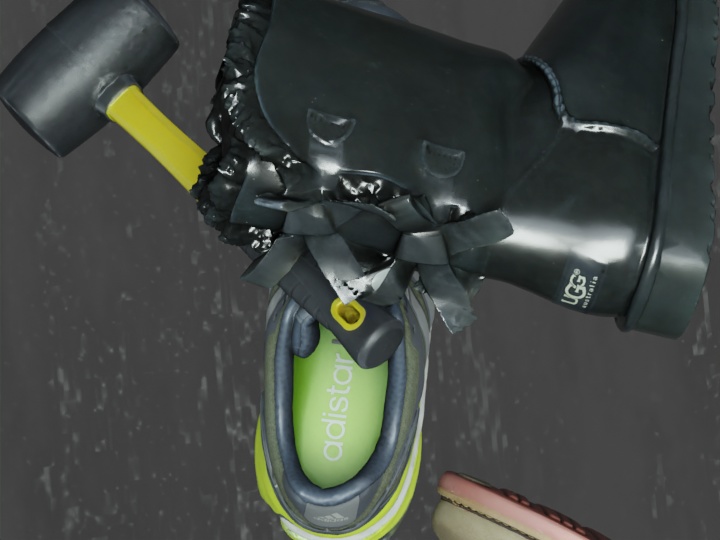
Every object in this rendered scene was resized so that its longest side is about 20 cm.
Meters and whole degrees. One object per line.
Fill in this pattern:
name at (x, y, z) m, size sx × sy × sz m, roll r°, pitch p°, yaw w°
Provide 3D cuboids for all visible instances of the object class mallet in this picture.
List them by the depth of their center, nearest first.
mallet at (-0.046, -0.038, 0.751) m, size 0.200 × 0.041 × 0.066 m, roll 34°, pitch 81°, yaw 34°

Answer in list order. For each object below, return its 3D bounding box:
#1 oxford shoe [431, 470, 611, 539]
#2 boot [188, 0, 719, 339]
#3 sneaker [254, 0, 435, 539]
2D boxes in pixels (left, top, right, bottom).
oxford shoe at (0.097, 0.147, 0.763) m, size 0.200 × 0.070 × 0.075 m, roll 37°, pitch 90°, yaw 4°
boot at (0.034, -0.062, 0.732) m, size 0.162 × 0.073 × 0.198 m, roll 13°, pitch 43°, yaw -5°
sneaker at (0.000, 0.000, 0.768) m, size 0.074 × 0.081 × 0.200 m, roll 1°, pitch 84°, yaw -1°
